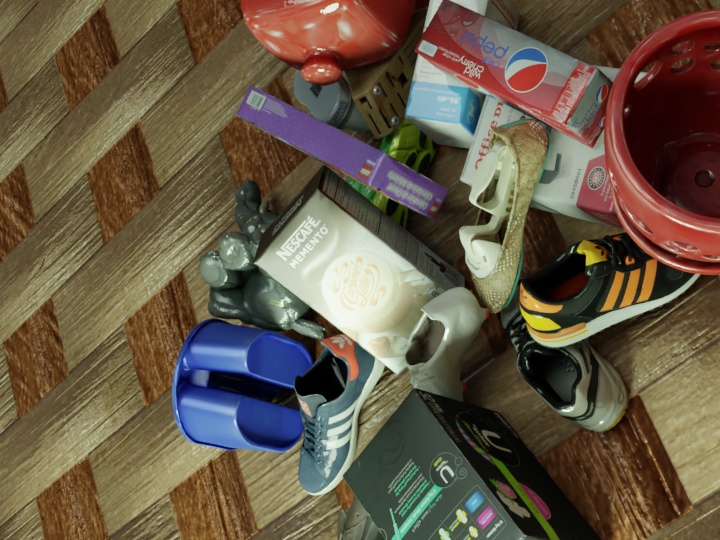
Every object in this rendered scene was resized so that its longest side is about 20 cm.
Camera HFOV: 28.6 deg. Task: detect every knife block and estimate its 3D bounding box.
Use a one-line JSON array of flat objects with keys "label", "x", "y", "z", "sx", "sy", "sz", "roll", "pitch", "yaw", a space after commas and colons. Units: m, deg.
[{"label": "knife block", "x": 0.005, "y": -0.245, "z": 1.609, "sx": 0.175, "sy": 0.064, "sz": 0.200, "roll": 9, "pitch": 55, "yaw": 42}]

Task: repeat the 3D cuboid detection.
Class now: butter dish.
[{"label": "butter dish", "x": -0.036, "y": -0.266, "z": 1.490, "sx": 0.199, "sy": 0.200, "sz": 0.148, "roll": -6, "pitch": 69, "yaw": 30}]

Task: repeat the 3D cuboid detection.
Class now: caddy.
[{"label": "caddy", "x": -0.139, "y": 0.132, "z": 1.595, "sx": 0.105, "sy": 0.200, "sz": 0.142, "roll": 6, "pitch": 80, "yaw": 27}]

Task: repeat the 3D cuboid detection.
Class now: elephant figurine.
[{"label": "elephant figurine", "x": -0.094, "y": -0.017, "z": 1.652, "sx": 0.141, "sy": 0.200, "sz": 0.156, "roll": -7, "pitch": 107, "yaw": 19}]

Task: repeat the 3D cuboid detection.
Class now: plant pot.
[{"label": "plant pot", "x": 0.309, "y": -0.097, "z": 1.225, "sx": 0.200, "sy": 0.183, "sz": 0.201, "roll": -2, "pitch": 71, "yaw": 6}]

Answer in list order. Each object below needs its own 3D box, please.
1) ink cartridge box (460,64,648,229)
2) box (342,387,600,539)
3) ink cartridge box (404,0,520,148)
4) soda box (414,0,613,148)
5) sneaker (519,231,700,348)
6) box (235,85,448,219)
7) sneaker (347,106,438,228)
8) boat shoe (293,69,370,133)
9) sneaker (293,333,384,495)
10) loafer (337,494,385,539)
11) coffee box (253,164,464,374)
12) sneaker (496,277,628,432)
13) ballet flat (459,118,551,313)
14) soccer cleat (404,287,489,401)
[{"label": "ink cartridge box", "x": 0.214, "y": -0.131, "z": 1.422, "sx": 0.200, "sy": 0.085, "sz": 0.146, "roll": 17, "pitch": 88, "yaw": 46}, {"label": "box", "x": 0.108, "y": 0.234, "z": 1.362, "sx": 0.124, "sy": 0.148, "sz": 0.200, "roll": -52, "pitch": 49, "yaw": 16}, {"label": "ink cartridge box", "x": 0.115, "y": -0.241, "z": 1.514, "sx": 0.066, "sy": 0.116, "sz": 0.201, "roll": 10, "pitch": 84, "yaw": 23}, {"label": "soda box", "x": 0.152, "y": -0.193, "z": 1.372, "sx": 0.200, "sy": 0.070, "sz": 0.064, "roll": 33, "pitch": 94, "yaw": 35}, {"label": "sneaker", "x": 0.239, "y": -0.003, "z": 1.315, "sx": 0.200, "sy": 0.090, "sz": 0.070, "roll": -29, "pitch": 53, "yaw": 1}, {"label": "box", "x": -0.019, "y": -0.125, "z": 1.498, "sx": 0.200, "sy": 0.137, "sz": 0.039, "roll": 30, "pitch": 94, "yaw": 34}, {"label": "sneaker", "x": 0.024, "y": -0.109, "z": 1.595, "sx": 0.083, "sy": 0.074, "sz": 0.201, "roll": 24, "pitch": 94, "yaw": 40}, {"label": "boat shoe", "x": -0.030, "y": -0.212, "z": 1.683, "sx": 0.074, "sy": 0.065, "sz": 0.200, "roll": -58, "pitch": 27, "yaw": 23}, {"label": "sneaker", "x": -0.045, "y": 0.157, "z": 1.558, "sx": 0.075, "sy": 0.084, "sz": 0.201, "roll": 31, "pitch": 110, "yaw": 42}, {"label": "loafer", "x": 0.010, "y": 0.285, "z": 1.500, "sx": 0.071, "sy": 0.073, "sz": 0.201, "roll": 17, "pitch": 84, "yaw": 54}, {"label": "coffee box", "x": 0.000, "y": 0.000, "z": 1.495, "sx": 0.114, "sy": 0.200, "sz": 0.080, "roll": -48, "pitch": 13, "yaw": 21}, {"label": "sneaker", "x": 0.183, "y": 0.071, "z": 1.387, "sx": 0.076, "sy": 0.088, "sz": 0.200, "roll": -54, "pitch": 47, "yaw": 19}, {"label": "ballet flat", "x": 0.130, "y": -0.054, "z": 1.385, "sx": 0.070, "sy": 0.065, "sz": 0.201, "roll": 35, "pitch": 119, "yaw": 55}, {"label": "soccer cleat", "x": 0.074, "y": 0.103, "z": 1.445, "sx": 0.069, "sy": 0.077, "sz": 0.201, "roll": 44, "pitch": 135, "yaw": 40}]
